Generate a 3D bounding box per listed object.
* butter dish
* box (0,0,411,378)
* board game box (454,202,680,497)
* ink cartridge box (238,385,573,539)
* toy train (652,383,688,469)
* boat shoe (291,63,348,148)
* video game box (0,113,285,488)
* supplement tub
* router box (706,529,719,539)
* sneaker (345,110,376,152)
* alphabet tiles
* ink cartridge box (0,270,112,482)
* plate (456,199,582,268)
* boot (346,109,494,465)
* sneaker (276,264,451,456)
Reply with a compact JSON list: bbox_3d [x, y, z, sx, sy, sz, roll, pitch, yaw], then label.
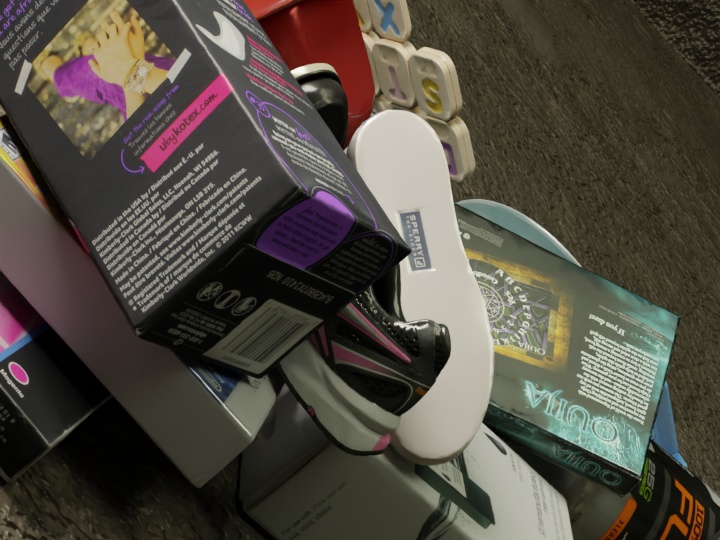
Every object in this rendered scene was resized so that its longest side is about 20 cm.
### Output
[{"bbox_3d":[-0.067,-0.088,1.280,0.148,0.199,0.200,64,15,-6],"label":"butter dish"},{"bbox_3d":[-0.086,-0.063,1.032,0.200,0.106,0.122,57,14,27],"label":"box"},{"bbox_3d":[0.094,0.041,1.320,0.200,0.028,0.135,27,51,-7],"label":"board game box"},{"bbox_3d":[0.030,0.133,1.219,0.200,0.083,0.147,42,20,-21],"label":"ink cartridge box"},{"bbox_3d":[0.179,0.105,1.518,0.114,0.086,0.200,-124,-163,-53],"label":"toy train"},{"bbox_3d":[-0.044,-0.029,1.198,0.073,0.202,0.063,-11,51,-32],"label":"boat shoe"},{"bbox_3d":[-0.117,-0.001,1.090,0.200,0.047,0.182,49,12,-6],"label":"video game box"},{"bbox_3d":[0.166,0.169,1.407,0.200,0.122,0.123,38,22,-32],"label":"supplement tub"},{"bbox_3d":[0.232,0.217,1.279,0.200,0.157,0.052,-29,105,-37],"label":"router box"},{"bbox_3d":[0.011,-0.041,1.489,0.075,0.082,0.200,32,22,-49],"label":"sneaker"},{"bbox_3d":[0.007,-0.130,1.557,0.200,0.015,0.196,23,-44,47],"label":"alphabet tiles"},{"bbox_3d":[-0.158,0.031,1.057,0.095,0.037,0.200,50,16,-2],"label":"ink cartridge box"},{"bbox_3d":[0.103,0.047,1.462,0.026,0.200,0.200,-30,79,-30],"label":"plate"},{"bbox_3d":[0.025,0.018,1.189,0.090,0.073,0.201,120,-33,-67],"label":"boot"},{"bbox_3d":[-0.023,-0.004,1.110,0.200,0.086,0.080,51,11,15],"label":"sneaker"}]
